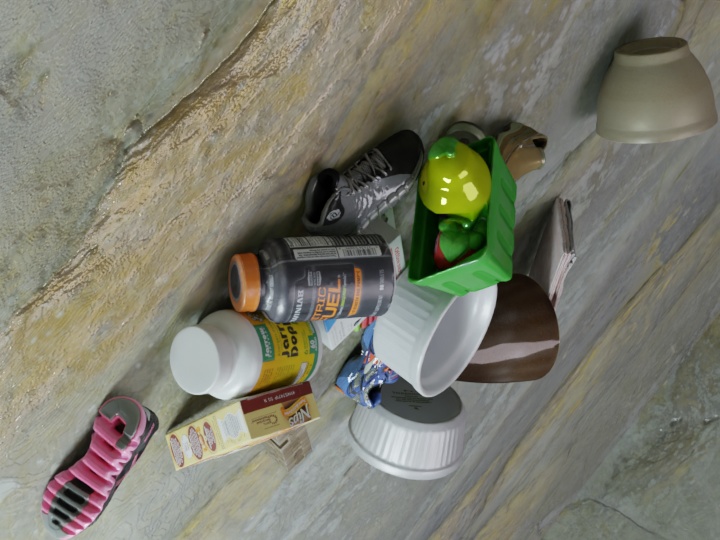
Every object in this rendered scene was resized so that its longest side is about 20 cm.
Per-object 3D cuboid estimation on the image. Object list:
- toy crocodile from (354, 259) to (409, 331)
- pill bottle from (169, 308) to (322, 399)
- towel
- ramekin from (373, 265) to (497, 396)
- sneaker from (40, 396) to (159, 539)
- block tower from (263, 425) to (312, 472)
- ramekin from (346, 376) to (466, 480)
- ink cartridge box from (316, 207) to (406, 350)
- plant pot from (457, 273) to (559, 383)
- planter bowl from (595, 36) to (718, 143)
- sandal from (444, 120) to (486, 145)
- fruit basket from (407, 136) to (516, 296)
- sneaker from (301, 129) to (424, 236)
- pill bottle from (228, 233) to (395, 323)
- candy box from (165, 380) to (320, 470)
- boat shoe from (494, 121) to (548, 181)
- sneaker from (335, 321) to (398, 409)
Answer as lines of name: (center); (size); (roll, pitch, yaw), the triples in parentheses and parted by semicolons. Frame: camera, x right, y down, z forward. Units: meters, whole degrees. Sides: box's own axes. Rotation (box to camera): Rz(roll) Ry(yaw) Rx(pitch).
toy crocodile: (0.027, 0.041, 1.844); (0.199, 0.062, 0.068); (-32, 147, -34)
pill bottle: (-0.146, 0.103, 1.589); (0.199, 0.112, 0.114); (-4, 126, -55)
towel: (0.335, -0.002, 2.189); (0.201, 0.032, 0.193); (-81, -175, -57)
ramekin: (0.105, 0.072, 1.812); (0.200, 0.097, 0.202); (-43, 150, -32)
sneaker: (-0.316, 0.248, 1.549); (0.201, 0.079, 0.095); (-54, 165, 4)
block tower: (-0.118, 0.227, 1.843); (0.054, 0.058, 0.201); (-41, 152, -19)
ramekin: (0.081, 0.243, 2.030); (0.201, 0.201, 0.095); (-19, 131, -47)
ink cartridge box: (0.000, 0.000, 1.746); (0.200, 0.068, 0.116); (-44, 153, -18)
plant pot: (0.202, 0.115, 2.113); (0.198, 0.187, 0.189); (-12, 134, -33)
planter bowl: (0.479, -0.303, 2.041); (0.199, 0.199, 0.137); (-28, 117, -39)
sandal: (0.142, -0.122, 1.806); (0.058, 0.079, 0.203); (-76, 167, -47)
fruit basket: (0.123, -0.091, 1.660); (0.154, 0.218, 0.214); (-20, 174, 36)
sneaker: (-0.001, -0.116, 1.603); (0.200, 0.075, 0.116); (-50, 151, -4)
pill bottle: (-0.064, 0.011, 1.567); (0.197, 0.107, 0.107); (-3, 131, -22)
candy box: (-0.156, 0.203, 1.628); (0.114, 0.056, 0.199); (-12, 170, -40)
boat shoe: (0.236, -0.170, 1.838); (0.200, 0.075, 0.073); (-54, 152, -56)
sneaker: (0.037, 0.133, 1.931); (0.075, 0.078, 0.201); (-21, 147, -48)
